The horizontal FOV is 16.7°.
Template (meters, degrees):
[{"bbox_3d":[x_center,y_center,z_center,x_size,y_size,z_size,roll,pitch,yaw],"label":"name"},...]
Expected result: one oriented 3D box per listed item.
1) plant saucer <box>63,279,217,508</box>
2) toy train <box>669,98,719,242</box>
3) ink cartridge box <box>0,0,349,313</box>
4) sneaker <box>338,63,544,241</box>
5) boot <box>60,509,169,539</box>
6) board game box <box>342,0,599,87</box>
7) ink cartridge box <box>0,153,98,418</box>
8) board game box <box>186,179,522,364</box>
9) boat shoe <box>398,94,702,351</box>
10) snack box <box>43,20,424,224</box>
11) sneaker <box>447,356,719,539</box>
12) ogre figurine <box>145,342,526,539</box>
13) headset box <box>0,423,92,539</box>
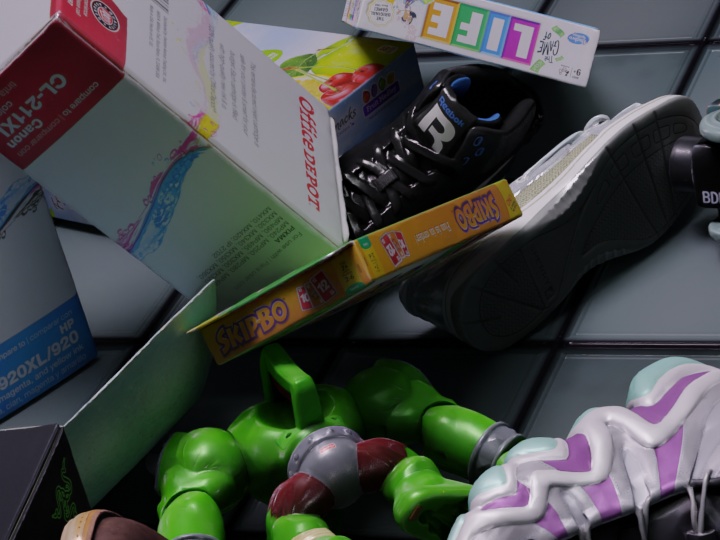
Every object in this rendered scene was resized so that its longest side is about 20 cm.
[{"bbox_3d":[-0.130,0.087,1.196,0.201,0.039,0.201,-45,1,1],"label":"plant saucer"},{"bbox_3d":[0.266,-0.058,1.298,0.199,0.086,0.114,4,23,34],"label":"toy train"},{"bbox_3d":[-0.107,-0.081,1.277,0.083,0.200,0.146,-40,28,20],"label":"ink cartridge box"},{"bbox_3d":[0.016,-0.056,1.356,0.200,0.112,0.073,-33,77,-30],"label":"sneaker"},{"bbox_3d":[-0.018,0.146,0.971,0.165,0.200,0.073,-2,62,17],"label":"boot"},{"bbox_3d":[0.061,-0.145,1.450,0.134,0.034,0.200,14,6,-4],"label":"board game box"},{"bbox_3d":[-0.263,-0.021,1.348,0.144,0.201,0.147,-32,34,-28],"label":"ink cartridge box"},{"bbox_3d":[0.000,0.000,1.199,0.095,0.030,0.200,-29,-5,28],"label":"board game box"},{"bbox_3d":[0.108,-0.032,1.330,0.202,0.075,0.065,-41,37,-24],"label":"boat shoe"},{"bbox_3d":[-0.085,-0.086,1.512,0.199,0.068,0.169,9,36,38],"label":"snack box"},{"bbox_3d":[0.138,0.109,1.067,0.140,0.078,0.200,16,42,43],"label":"sneaker"},{"bbox_3d":[-0.012,0.098,1.138,0.200,0.098,0.120,-33,42,-4],"label":"ogre figurine"},{"bbox_3d":[-0.155,0.181,0.958,0.092,0.201,0.174,-6,30,16],"label":"headset box"}]
